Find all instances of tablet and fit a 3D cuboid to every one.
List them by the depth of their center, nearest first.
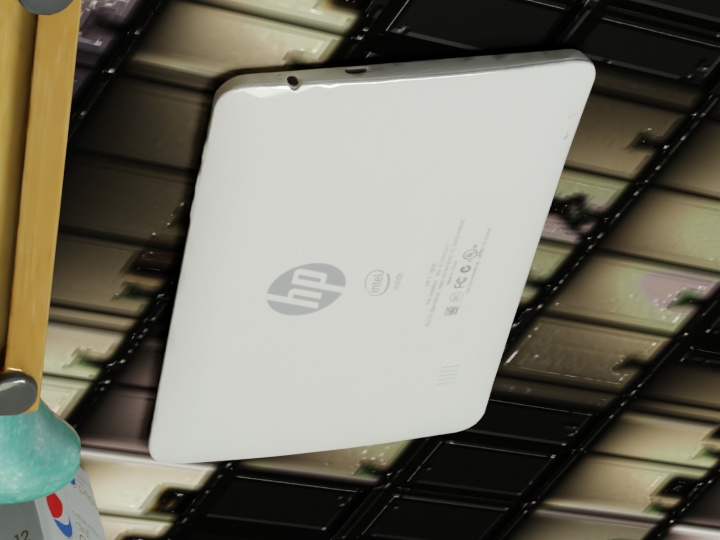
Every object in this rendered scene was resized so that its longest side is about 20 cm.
[{"bbox_3d":[0.000,0.000,1.021,0.130,0.014,0.200,-5,141,-17],"label":"tablet"}]

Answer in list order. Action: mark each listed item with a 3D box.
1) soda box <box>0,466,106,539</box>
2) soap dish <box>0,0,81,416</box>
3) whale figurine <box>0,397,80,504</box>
[{"bbox_3d":[-0.188,0.127,1.053,0.200,0.068,0.064,-26,143,9],"label":"soda box"},{"bbox_3d":[-0.153,-0.037,0.826,0.157,0.081,0.200,-5,131,-19],"label":"soap dish"},{"bbox_3d":[-0.185,0.088,0.936,0.200,0.104,0.159,-21,131,-2],"label":"whale figurine"}]
